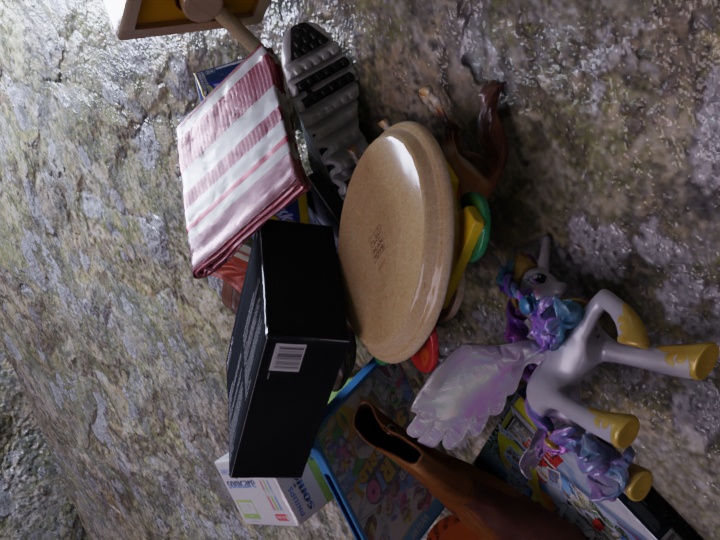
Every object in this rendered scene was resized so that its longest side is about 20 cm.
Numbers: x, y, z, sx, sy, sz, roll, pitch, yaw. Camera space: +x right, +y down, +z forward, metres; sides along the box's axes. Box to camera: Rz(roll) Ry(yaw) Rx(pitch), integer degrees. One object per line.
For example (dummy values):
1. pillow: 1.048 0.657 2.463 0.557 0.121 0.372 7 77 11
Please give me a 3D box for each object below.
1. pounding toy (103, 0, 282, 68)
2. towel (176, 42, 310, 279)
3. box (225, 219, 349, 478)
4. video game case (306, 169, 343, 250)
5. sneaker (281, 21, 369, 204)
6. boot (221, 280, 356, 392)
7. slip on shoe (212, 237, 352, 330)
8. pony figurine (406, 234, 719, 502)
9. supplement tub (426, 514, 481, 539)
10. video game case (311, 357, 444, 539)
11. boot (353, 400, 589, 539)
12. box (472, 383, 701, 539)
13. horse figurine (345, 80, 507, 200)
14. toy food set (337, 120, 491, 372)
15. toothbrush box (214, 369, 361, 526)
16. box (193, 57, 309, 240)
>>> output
1. pounding toy: -0.142 -0.284 0.838 0.145 0.181 0.200 65 149 15
2. towel: -0.117 -0.107 0.842 0.143 0.023 0.203 -37 46 24
3. box: -0.074 0.076 0.832 0.143 0.077 0.202 -103 24 -43
4. video game case: 0.000 0.000 0.920 0.202 0.019 0.143 55 167 1
5. sneaker: -0.033 -0.139 0.877 0.081 0.074 0.204 0 113 63
6. boot: -0.073 0.022 0.988 0.199 0.064 0.189 36 139 30
7. slip on shoe: -0.080 0.013 0.925 0.197 0.074 0.062 26 113 -8
8. pony figurine: 0.152 0.088 0.700 0.200 0.164 0.197 37 106 54
9. supplement tub: 0.118 0.375 0.995 0.121 0.121 0.204 29 135 39
10. video game case: 0.027 0.206 0.953 0.018 0.143 0.203 0 122 45
11. boot: 0.104 0.194 0.786 0.200 0.069 0.188 45 174 -39
12. box: 0.202 0.213 0.835 0.200 0.037 0.138 47 145 22
13. horse figurine: 0.068 -0.086 0.786 0.134 0.050 0.199 56 144 -4
14. toy food set: 0.033 -0.018 0.738 0.200 0.048 0.203 -113 36 -46
15. toothbrush box: -0.046 0.197 1.020 0.145 0.198 0.087 -24 95 56
16. box: -0.115 -0.129 0.932 0.071 0.063 0.202 87 161 -52
